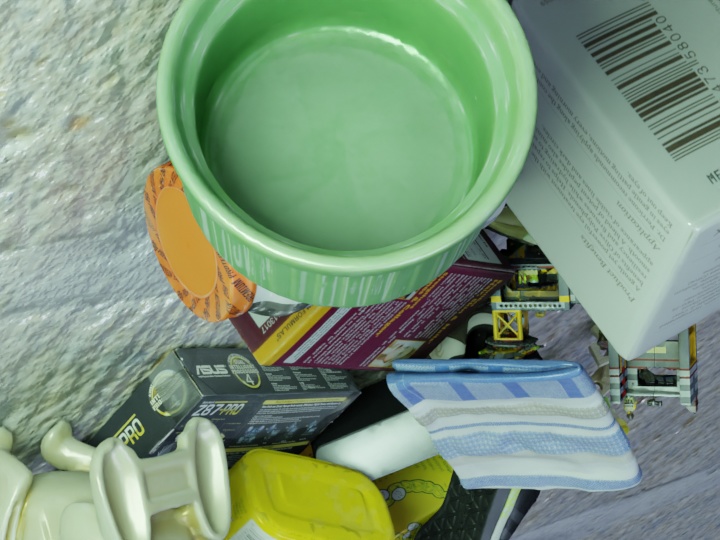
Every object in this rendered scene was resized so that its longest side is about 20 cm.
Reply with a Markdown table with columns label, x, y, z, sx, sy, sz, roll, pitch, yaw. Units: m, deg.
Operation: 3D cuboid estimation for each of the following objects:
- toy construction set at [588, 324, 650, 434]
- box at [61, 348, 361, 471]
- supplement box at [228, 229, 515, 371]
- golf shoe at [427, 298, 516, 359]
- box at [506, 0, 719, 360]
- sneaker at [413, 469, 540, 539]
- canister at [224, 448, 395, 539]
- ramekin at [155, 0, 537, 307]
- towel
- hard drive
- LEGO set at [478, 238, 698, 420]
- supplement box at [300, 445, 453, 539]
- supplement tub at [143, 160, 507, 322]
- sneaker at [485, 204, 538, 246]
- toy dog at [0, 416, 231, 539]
| label | x | y | z | sx | sy | sz | roll | pitch | yaw |
| --- | --- | --- | --- | --- | --- | --- | --- | --- | --- |
| toy construction set | 0.204 | 0.130 | 2.083 | 0.130 | 0.093 | 0.201 | -3 | 140 | -12 |
| box | -0.113 | 0.124 | 1.666 | 0.161 | 0.049 | 0.199 | -45 | 156 | 25 |
| supplement box | 0.000 | 0.000 | 1.534 | 0.110 | 0.086 | 0.199 | -44 | 156 | 21 |
| golf shoe | 0.082 | 0.047 | 1.740 | 0.078 | 0.095 | 0.199 | -47 | 157 | 22 |
| box | 0.210 | -0.092 | 1.509 | 0.199 | 0.200 | 0.172 | -26 | 156 | -25 |
| sneaker | 0.107 | 0.195 | 1.818 | 0.082 | 0.072 | 0.201 | -6 | 132 | -40 |
| canister | -0.087 | 0.223 | 1.697 | 0.148 | 0.087 | 0.200 | 16 | 133 | -38 |
| ramekin | -0.009 | -0.078 | 1.232 | 0.199 | 0.201 | 0.098 | -30 | 165 | -13 |
| towel | 0.112 | 0.112 | 1.630 | 0.146 | 0.024 | 0.200 | -1 | 153 | 20 |
| hard drive | 0.053 | 0.107 | 1.774 | 0.199 | 0.043 | 0.135 | -22 | -168 | 0 |
| LEGO set | 0.176 | 0.042 | 1.646 | 0.198 | 0.117 | 0.154 | -1 | -168 | 11 |
| supplement box | 0.053 | 0.164 | 1.906 | 0.199 | 0.110 | 0.109 | -31 | 157 | -11 |
| supplement tub | -0.020 | -0.050 | 1.360 | 0.199 | 0.123 | 0.123 | -25 | 155 | -28 |
| sneaker | 0.159 | -0.076 | 1.674 | 0.199 | 0.077 | 0.089 | -13 | 113 | -28 |
| toy dog | -0.192 | 0.190 | 1.522 | 0.199 | 0.196 | 0.139 | -10 | -172 | 32 |
